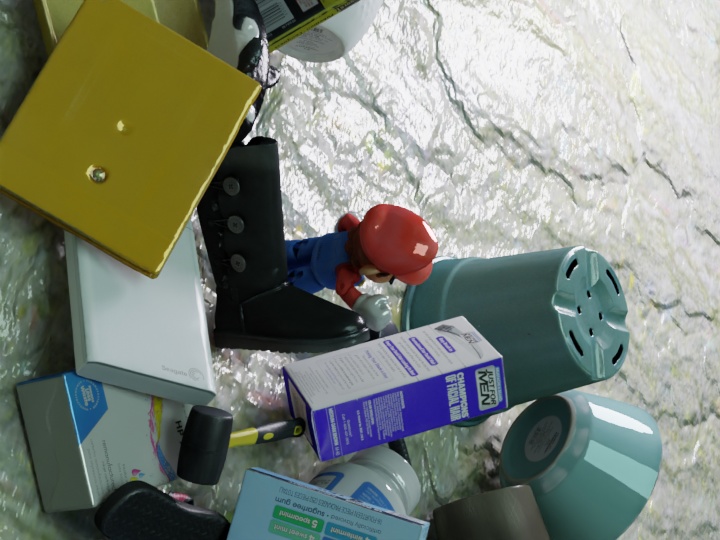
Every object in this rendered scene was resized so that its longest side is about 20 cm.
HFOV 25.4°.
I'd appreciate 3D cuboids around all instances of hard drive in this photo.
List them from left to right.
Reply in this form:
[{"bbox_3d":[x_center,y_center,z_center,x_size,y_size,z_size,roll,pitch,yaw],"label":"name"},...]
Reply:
[{"bbox_3d":[-0.197,0.017,1.414,0.131,0.027,0.201,19,45,-36],"label":"hard drive"}]

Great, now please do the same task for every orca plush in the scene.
[{"bbox_3d":[-0.113,-0.196,1.519,0.071,0.105,0.201,26,35,-39],"label":"orca plush"}]

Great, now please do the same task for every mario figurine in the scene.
[{"bbox_3d":[0.000,0.000,1.587,0.106,0.199,0.124,-11,88,-50],"label":"mario figurine"}]

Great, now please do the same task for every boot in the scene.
[{"bbox_3d":[-0.077,-0.027,1.505,0.066,0.164,0.202,-25,113,-66],"label":"boot"}]

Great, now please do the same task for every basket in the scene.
[{"bbox_3d":[0.156,0.342,1.718,0.135,0.180,0.201,-7,75,-28],"label":"basket"}]

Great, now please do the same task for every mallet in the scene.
[{"bbox_3d":[-0.100,0.141,1.446,0.200,0.041,0.066,-15,118,-62],"label":"mallet"},{"bbox_3d":[0.034,0.143,1.681,0.041,0.066,0.201,-36,108,-50],"label":"mallet"}]

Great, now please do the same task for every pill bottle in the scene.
[{"bbox_3d":[-0.022,0.258,1.555,0.200,0.112,0.113,-41,111,-47],"label":"pill bottle"}]

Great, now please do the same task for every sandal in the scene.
[{"bbox_3d":[-0.173,0.222,1.405,0.075,0.045,0.200,-46,144,-3],"label":"sandal"}]

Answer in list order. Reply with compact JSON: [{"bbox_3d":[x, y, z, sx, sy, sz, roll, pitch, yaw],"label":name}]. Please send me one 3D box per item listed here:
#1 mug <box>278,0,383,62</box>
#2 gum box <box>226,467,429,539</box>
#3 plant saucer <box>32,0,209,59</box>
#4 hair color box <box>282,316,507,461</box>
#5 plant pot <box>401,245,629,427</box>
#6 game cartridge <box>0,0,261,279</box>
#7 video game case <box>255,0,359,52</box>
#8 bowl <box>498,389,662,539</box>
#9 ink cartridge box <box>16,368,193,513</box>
[{"bbox_3d":[-0.064,-0.323,1.669,0.199,0.148,0.177,18,68,-16],"label":"mug"},{"bbox_3d":[-0.047,0.297,1.422,0.045,0.169,0.201,24,82,-77],"label":"gum box"},{"bbox_3d":[-0.225,-0.207,1.498,0.199,0.048,0.201,-16,91,-51],"label":"plant saucer"},{"bbox_3d":[0.034,0.115,1.584,0.199,0.109,0.065,-16,115,-13],"label":"hair color box"},{"bbox_3d":[0.182,0.063,1.792,0.200,0.195,0.202,18,66,-45],"label":"plant pot"},{"bbox_3d":[-0.207,-0.121,1.398,0.176,0.032,0.201,30,73,-8],"label":"game cartridge"},{"bbox_3d":[-0.067,-0.341,1.597,0.201,0.180,0.026,59,-2,14],"label":"video game case"},{"bbox_3d":[0.233,0.216,1.819,0.105,0.200,0.202,35,53,-26],"label":"bowl"},{"bbox_3d":[-0.197,0.133,1.415,0.199,0.067,0.117,-13,90,-52],"label":"ink cartridge box"}]
